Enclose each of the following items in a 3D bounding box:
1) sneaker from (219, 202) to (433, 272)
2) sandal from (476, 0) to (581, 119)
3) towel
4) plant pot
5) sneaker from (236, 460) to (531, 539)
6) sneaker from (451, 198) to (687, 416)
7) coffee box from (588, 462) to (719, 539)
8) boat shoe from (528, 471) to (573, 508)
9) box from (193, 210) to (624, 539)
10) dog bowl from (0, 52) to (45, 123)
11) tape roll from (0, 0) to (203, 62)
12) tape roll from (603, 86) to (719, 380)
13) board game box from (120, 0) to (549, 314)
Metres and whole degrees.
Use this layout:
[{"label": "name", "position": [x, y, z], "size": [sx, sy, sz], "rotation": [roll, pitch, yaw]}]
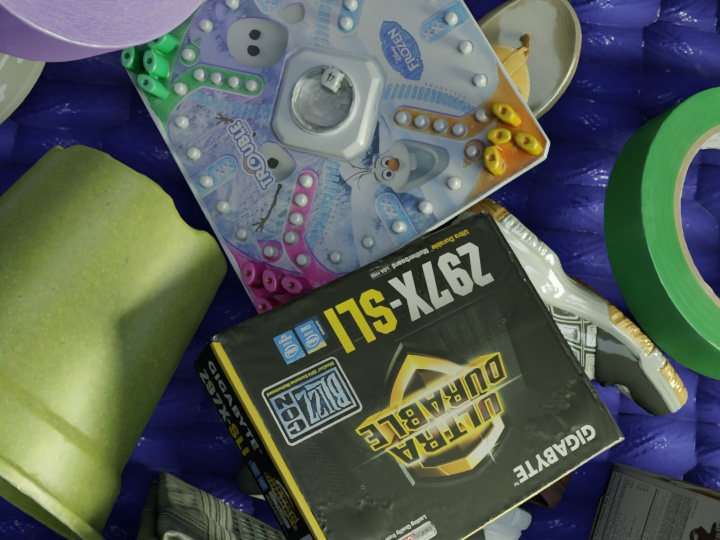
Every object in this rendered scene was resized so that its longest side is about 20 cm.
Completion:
[{"label": "sneaker", "position": [0.000, 0.000, 0.807], "size": [0.199, 0.087, 0.075], "rotation": [15, 91, 7]}, {"label": "sandal", "position": [0.073, -0.117, 0.867], "size": [0.200, 0.054, 0.080], "rotation": [-35, 94, -10]}, {"label": "towel", "position": [-0.042, 0.183, 0.760], "size": [0.192, 0.200, 0.035], "rotation": [32, 89, -8]}, {"label": "plant pot", "position": [-0.180, 0.034, 0.755], "size": [0.200, 0.200, 0.184], "rotation": [37, 71, -8]}, {"label": "sneaker", "position": [0.013, 0.167, 0.837], "size": [0.199, 0.074, 0.080], "rotation": [17, 87, -10]}, {"label": "sneaker", "position": [0.129, 0.042, 0.874], "size": [0.200, 0.076, 0.088], "rotation": [40, 95, -3]}, {"label": "coffee box", "position": [0.237, 0.186, 0.816], "size": [0.114, 0.200, 0.080], "rotation": [18, 86, -10]}, {"label": "boat shoe", "position": [0.055, 0.097, 0.848], "size": [0.199, 0.070, 0.071], "rotation": [23, 80, -10]}, {"label": "box", "position": [0.029, 0.074, 0.722], "size": [0.200, 0.049, 0.160], "rotation": [-24, 78, -29]}, {"label": "dog bowl", "position": [-0.288, -0.167, 0.771], "size": [0.199, 0.059, 0.201], "rotation": [0, 90, 2]}, {"label": "tape roll", "position": [-0.169, -0.222, 0.727], "size": [0.200, 0.066, 0.201], "rotation": [1, 88, -43]}, {"label": "tape roll", "position": [0.263, -0.025, 0.879], "size": [0.200, 0.048, 0.201], "rotation": [6, 74, -21]}, {"label": "board game box", "position": [-0.022, -0.101, 0.761], "size": [0.200, 0.026, 0.200], "rotation": [-32, 78, 10]}]
